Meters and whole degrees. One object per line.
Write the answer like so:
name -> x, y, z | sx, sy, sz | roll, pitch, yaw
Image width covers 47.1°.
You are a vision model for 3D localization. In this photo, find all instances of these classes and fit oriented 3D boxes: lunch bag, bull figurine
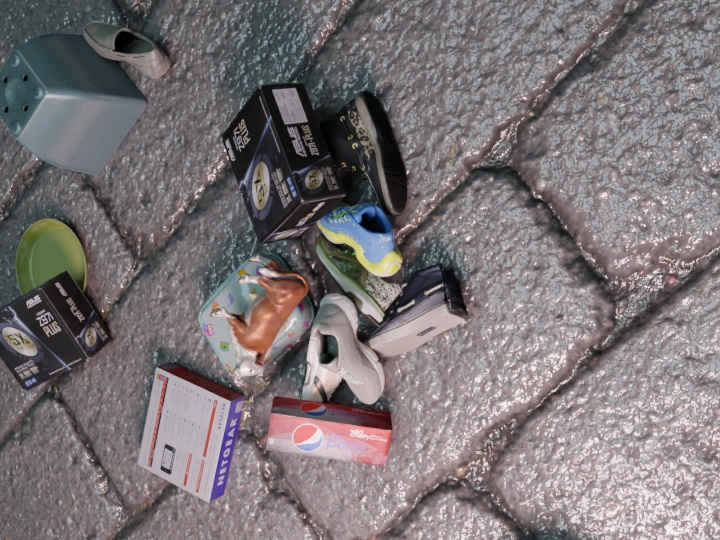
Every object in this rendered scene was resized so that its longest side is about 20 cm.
lunch bag -> -0.181, 0.071, 1.434 | 0.200, 0.077, 0.161 | -42, 74, 23
bull figurine -> -0.169, 0.075, 1.338 | 0.121, 0.065, 0.201 | 33, 99, -15

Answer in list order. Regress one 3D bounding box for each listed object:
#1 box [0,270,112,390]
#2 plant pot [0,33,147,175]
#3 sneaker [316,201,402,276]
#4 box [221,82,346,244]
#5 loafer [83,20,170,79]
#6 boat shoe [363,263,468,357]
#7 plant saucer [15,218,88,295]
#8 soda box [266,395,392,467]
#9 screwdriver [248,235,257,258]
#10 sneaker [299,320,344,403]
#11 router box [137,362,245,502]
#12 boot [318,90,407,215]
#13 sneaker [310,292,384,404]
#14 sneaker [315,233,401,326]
box -> -0.617, 0.120, 1.619 | 0.198, 0.086, 0.165 | -23, 104, 26
plant pot -> -0.562, -0.316, 1.534 | 0.196, 0.199, 0.197 | -46, 74, 21
sneaker -> -0.004, -0.081, 1.301 | 0.199, 0.075, 0.106 | 39, 149, 33
box -> -0.127, -0.169, 1.320 | 0.163, 0.085, 0.203 | -34, 73, 53
loafer -> -0.437, -0.422, 1.526 | 0.198, 0.070, 0.070 | 26, 68, 19
boat shoe -> 0.080, 0.064, 1.312 | 0.199, 0.074, 0.094 | -28, 58, 31
plant saucer -> -0.621, -0.004, 1.680 | 0.197, 0.031, 0.204 | 2, 94, 27
soda box -> -0.050, 0.259, 1.336 | 0.197, 0.064, 0.071 | 9, 108, -4
screwdriver -> -0.164, -0.101, 1.437 | 0.029, 0.028, 0.203 | 28, 104, 52
sneaker -> -0.059, 0.186, 1.382 | 0.079, 0.074, 0.203 | 9, 111, -3
router box -> -0.317, 0.299, 1.534 | 0.177, 0.049, 0.203 | 20, 102, 25
boot -> -0.015, -0.167, 1.336 | 0.152, 0.073, 0.207 | -22, 79, 29
sneaker -> -0.029, 0.140, 1.283 | 0.075, 0.092, 0.202 | -7, 121, 33
sneaker -> 0.000, 0.000, 1.339 | 0.088, 0.077, 0.200 | -38, 57, -3
